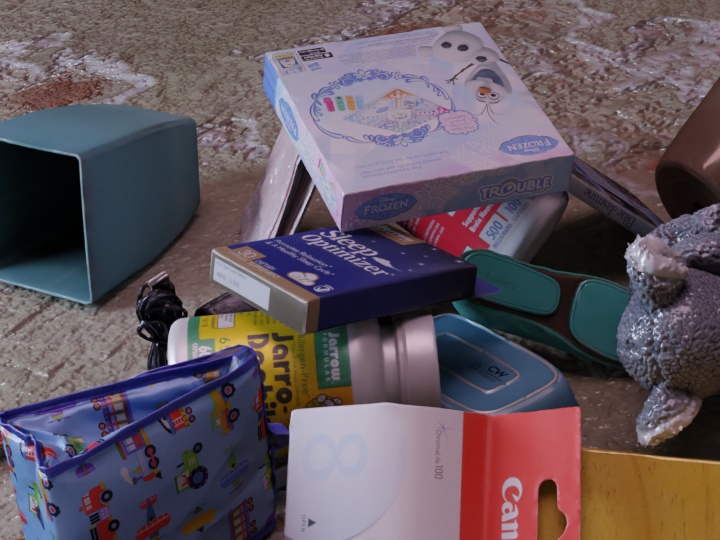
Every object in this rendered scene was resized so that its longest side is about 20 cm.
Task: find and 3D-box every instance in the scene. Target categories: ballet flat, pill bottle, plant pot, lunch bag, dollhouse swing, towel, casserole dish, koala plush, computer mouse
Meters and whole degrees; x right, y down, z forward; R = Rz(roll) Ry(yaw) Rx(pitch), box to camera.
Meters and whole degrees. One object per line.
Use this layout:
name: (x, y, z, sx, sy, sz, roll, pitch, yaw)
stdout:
ballet flat: (0.162, 0.034, 1.605, 0.199, 0.068, 0.070, 20, -15, -5)
pill bottle: (-0.041, 0.084, 1.488, 0.199, 0.113, 0.113, -5, 29, 0)
plant pot: (-0.244, -0.080, 1.839, 0.141, 0.142, 0.200, 13, 27, 31)
pill bottle: (0.073, -0.079, 1.713, 0.200, 0.113, 0.112, 37, 41, 9)
lunch bag: (-0.136, 0.147, 1.387, 0.199, 0.151, 0.094, -20, 32, -24)
dollhouse swing: (0.195, 0.195, 1.358, 0.199, 0.176, 0.183, 4, 72, 17)
towel: (-0.067, -0.081, 1.756, 0.032, 0.192, 0.200, 20, 26, -11)
casserole dish: (0.086, 0.088, 1.570, 0.121, 0.039, 0.200, -24, 35, -28)
koala plush: (0.253, 0.040, 1.461, 0.183, 0.179, 0.200, 5, 17, 32)
computer mouse: (-0.075, 0.033, 1.557, 0.199, 0.139, 0.053, -5, 56, 0)
plant pot: (0.356, -0.101, 1.731, 0.174, 0.201, 0.200, -39, 39, -16)

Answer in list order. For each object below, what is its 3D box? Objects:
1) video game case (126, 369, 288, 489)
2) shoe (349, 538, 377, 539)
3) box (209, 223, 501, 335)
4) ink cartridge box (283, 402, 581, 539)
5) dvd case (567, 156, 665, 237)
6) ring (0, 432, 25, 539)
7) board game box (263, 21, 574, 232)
video game case: (-0.121, 0.125, 1.563, 0.142, 0.018, 0.200, -23, 34, -28)
shoe: (0.058, 0.243, 1.207, 0.199, 0.072, 0.091, 24, 61, 13)
box: (0.000, 0.000, 1.500, 0.199, 0.033, 0.121, -10, 25, -39)
ink cartridge box: (0.044, 0.167, 1.296, 0.199, 0.047, 0.161, -7, 68, 25)
dvd case: (0.193, -0.082, 1.739, 0.199, 0.018, 0.143, 29, 12, -28)
ring: (-0.254, 0.160, 1.507, 0.199, 0.019, 0.201, -8, 32, 5)
board game box: (0.044, -0.122, 1.615, 0.199, 0.044, 0.199, -10, 42, -17)
